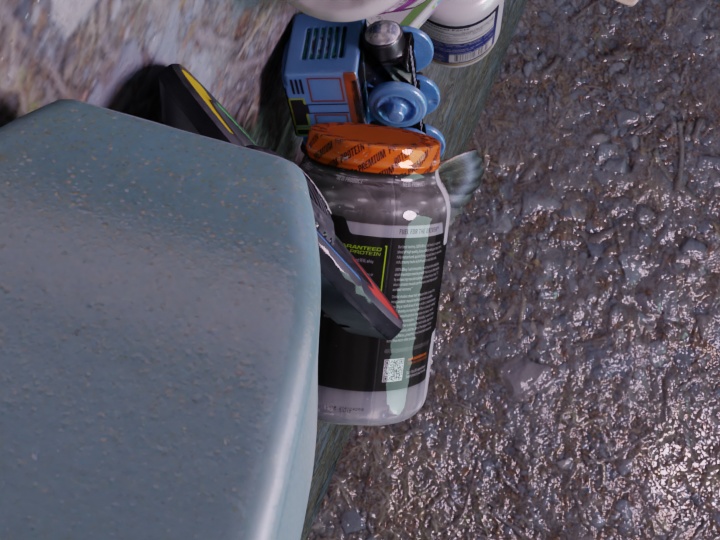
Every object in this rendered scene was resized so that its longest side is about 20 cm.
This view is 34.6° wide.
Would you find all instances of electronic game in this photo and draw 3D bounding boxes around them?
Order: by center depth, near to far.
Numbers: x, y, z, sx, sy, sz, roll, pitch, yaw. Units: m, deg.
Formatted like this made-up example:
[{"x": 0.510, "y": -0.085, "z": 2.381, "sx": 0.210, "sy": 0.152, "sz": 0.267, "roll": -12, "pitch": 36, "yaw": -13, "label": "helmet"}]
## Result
[{"x": -0.044, "y": -0.039, "z": 0.663, "sx": 0.042, "sy": 0.200, "sz": 0.200, "roll": -41, "pitch": 173, "yaw": 2, "label": "electronic game"}]

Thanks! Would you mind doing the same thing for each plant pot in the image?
[{"x": -0.104, "y": 0.048, "z": 0.496, "sx": 0.197, "sy": 0.194, "sz": 0.202, "roll": 96, "pitch": 12, "yaw": -65, "label": "plant pot"}]

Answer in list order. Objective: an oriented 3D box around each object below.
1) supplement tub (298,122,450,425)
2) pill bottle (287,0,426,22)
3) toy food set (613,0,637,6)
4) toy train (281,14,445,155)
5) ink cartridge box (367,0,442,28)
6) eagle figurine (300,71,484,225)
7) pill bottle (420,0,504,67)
[{"x": 0.000, "y": 0.000, "z": 0.840, "sx": 0.123, "sy": 0.121, "sz": 0.203, "roll": -46, "pitch": 144, "yaw": -71, "label": "supplement tub"}, {"x": 0.009, "y": -0.229, "z": 0.780, "sx": 0.200, "sy": 0.111, "sz": 0.113, "roll": -48, "pitch": 159, "yaw": -70, "label": "pill bottle"}, {"x": 0.164, "y": -0.212, "z": 0.586, "sx": 0.200, "sy": 0.060, "sz": 0.145, "roll": -30, "pitch": 143, "yaw": -76, "label": "toy food set"}, {"x": 0.005, "y": -0.118, "z": 0.923, "sx": 0.201, "sy": 0.113, "sz": 0.087, "roll": 77, "pitch": 18, "yaw": -53, "label": "toy train"}, {"x": 0.066, "y": -0.271, "z": 0.987, "sx": 0.200, "sy": 0.059, "sz": 0.104, "roll": -45, "pitch": -176, "yaw": 28, "label": "ink cartridge box"}, {"x": 0.024, "y": -0.100, "z": 1.101, "sx": 0.200, "sy": 0.149, "sz": 0.154, "roll": -36, "pitch": 138, "yaw": -63, "label": "eagle figurine"}, {"x": 0.101, "y": -0.302, "z": 1.235, "sx": 0.200, "sy": 0.110, "sz": 0.112, "roll": 71, "pitch": 41, "yaw": -79, "label": "pill bottle"}]
